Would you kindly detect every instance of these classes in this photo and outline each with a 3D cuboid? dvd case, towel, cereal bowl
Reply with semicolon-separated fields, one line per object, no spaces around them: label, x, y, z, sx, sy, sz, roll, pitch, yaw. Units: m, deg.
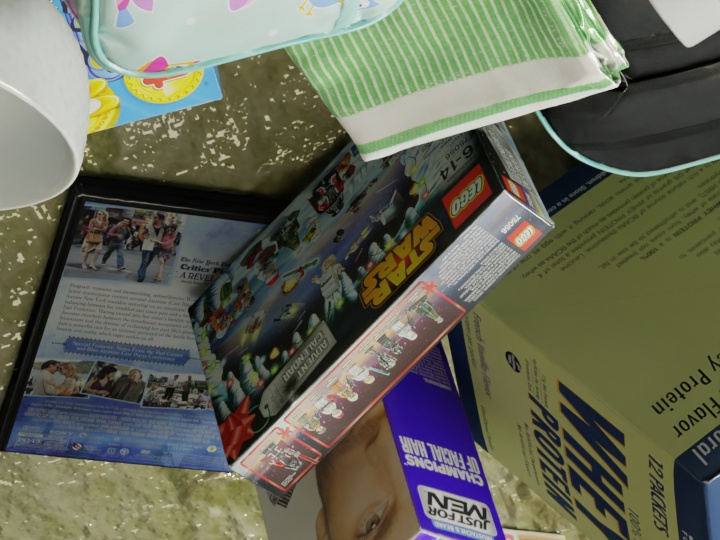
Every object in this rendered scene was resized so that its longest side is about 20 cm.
dvd case;-0.109;0.033;1.424;0.142;0.018;0.201;7;132;-18
towel;0.008;-0.137;1.141;0.152;0.023;0.200;-15;128;34
cereal bowl;-0.208;-0.099;1.122;0.199;0.084;0.200;9;161;3

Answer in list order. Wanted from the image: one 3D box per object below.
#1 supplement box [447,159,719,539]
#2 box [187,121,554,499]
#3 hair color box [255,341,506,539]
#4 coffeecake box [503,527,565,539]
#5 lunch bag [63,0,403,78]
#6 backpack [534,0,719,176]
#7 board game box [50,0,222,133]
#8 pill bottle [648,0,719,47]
supplement box;0.180;0.041;1.320;0.200;0.200;0.135;-35;139;-20
box;0.000;0.000;1.311;0.040;0.137;0.200;33;110;-31
hair color box;0.000;0.096;1.357;0.065;0.201;0.109;19;127;-34
coffeecake box;0.085;0.279;1.578;0.073;0.201;0.154;9;131;-21
lunch bag;-0.042;-0.175;1.009;0.159;0.077;0.201;-12;138;-18
backpack;0.161;-0.142;1.217;0.199;0.154;0.176;-21;133;5
board game box;-0.181;-0.143;1.209;0.195;0.056;0.201;-15;135;2
pill bottle;0.191;-0.182;1.060;0.199;0.116;0.116;-32;132;11
